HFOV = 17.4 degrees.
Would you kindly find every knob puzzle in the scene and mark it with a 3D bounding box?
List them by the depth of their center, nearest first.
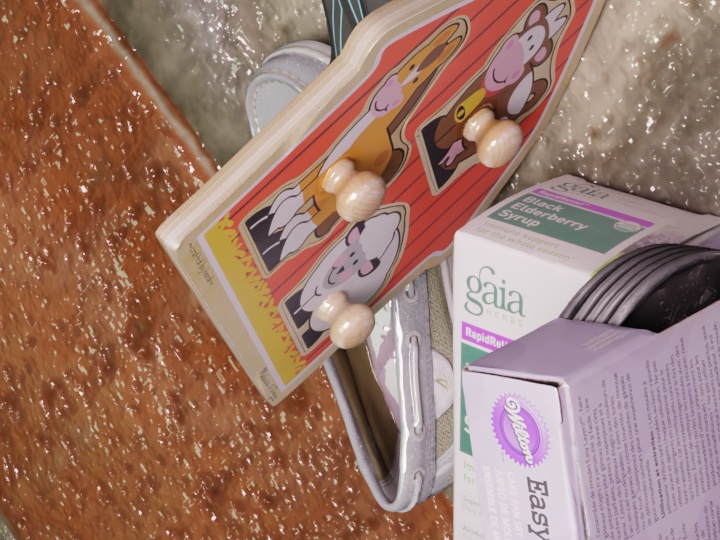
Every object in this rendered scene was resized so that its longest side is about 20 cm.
[{"bbox_3d":[0.026,-0.040,0.875,0.030,0.219,0.220,43,133,22],"label":"knob puzzle"}]

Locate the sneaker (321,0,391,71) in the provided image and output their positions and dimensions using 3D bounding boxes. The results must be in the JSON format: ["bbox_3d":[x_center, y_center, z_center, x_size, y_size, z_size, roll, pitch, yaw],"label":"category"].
[{"bbox_3d":[0.012,-0.144,0.915,0.079,0.075,0.201,20,121,39],"label":"sneaker"}]

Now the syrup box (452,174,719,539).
[{"bbox_3d":[0.089,0.071,0.935,0.079,0.081,0.201,19,122,36],"label":"syrup box"}]

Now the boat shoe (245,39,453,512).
[{"bbox_3d":[-0.001,0.001,0.999,0.074,0.065,0.203,-14,98,46],"label":"boat shoe"}]

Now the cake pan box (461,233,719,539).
[{"bbox_3d":[0.122,0.091,0.839,0.052,0.184,0.201,6,113,42],"label":"cake pan box"}]
